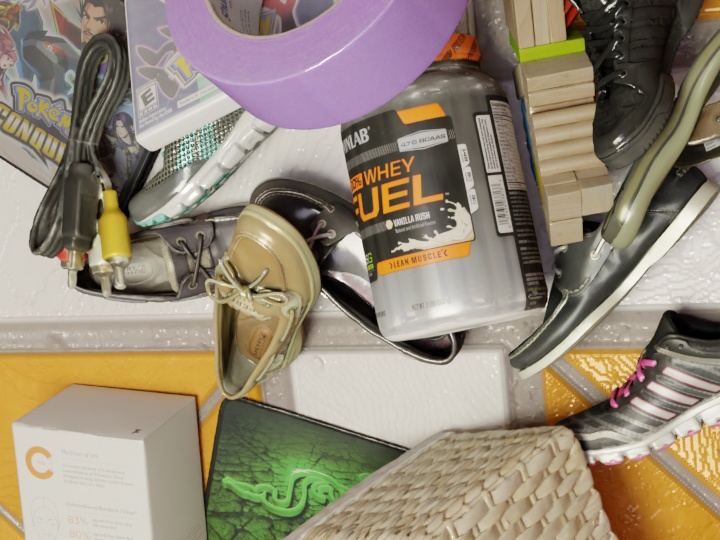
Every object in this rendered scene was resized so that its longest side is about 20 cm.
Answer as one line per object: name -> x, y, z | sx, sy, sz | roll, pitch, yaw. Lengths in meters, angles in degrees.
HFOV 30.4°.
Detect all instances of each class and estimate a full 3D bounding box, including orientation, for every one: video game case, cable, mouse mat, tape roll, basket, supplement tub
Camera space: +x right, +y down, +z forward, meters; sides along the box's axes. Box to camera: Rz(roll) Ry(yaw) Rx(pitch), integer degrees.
video game case -> -0.241, -0.159, 1.066 | 0.200, 0.026, 0.181 | 32, 113, 6
cable -> -0.211, -0.081, 1.038 | 0.097, 0.050, 0.201 | 0, 81, 40
mouse mat -> -0.038, 0.201, 1.120 | 0.200, 0.008, 0.161 | 15, 110, 12
video game case -> -0.084, -0.201, 0.946 | 0.200, 0.023, 0.183 | -24, 58, 23
tape roll -> -0.027, -0.194, 0.854 | 0.200, 0.066, 0.201 | -13, 63, 27
basket -> 0.081, 0.238, 0.965 | 0.161, 0.200, 0.199 | -16, 100, 50
supplement tub -> 0.055, -0.057, 0.935 | 0.122, 0.122, 0.200 | -14, 84, 21

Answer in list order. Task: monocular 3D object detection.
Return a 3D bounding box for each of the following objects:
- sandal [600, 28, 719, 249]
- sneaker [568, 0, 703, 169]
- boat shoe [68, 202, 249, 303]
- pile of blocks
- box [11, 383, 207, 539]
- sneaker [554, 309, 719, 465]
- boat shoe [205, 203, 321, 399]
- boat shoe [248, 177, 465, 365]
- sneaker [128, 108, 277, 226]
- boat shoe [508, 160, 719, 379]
sandal -> 0.230, -0.094, 0.881 | 0.057, 0.080, 0.201 | 32, 87, 13
sneaker -> 0.165, -0.171, 0.870 | 0.104, 0.200, 0.060 | 34, 154, -21
boat shoe -> -0.139, -0.007, 1.057 | 0.200, 0.065, 0.072 | -8, 100, 18
pile of blocks -> 0.145, -0.121, 0.929 | 0.062, 0.082, 0.200 | -10, 95, 1
box -> -0.208, 0.210, 1.125 | 0.124, 0.097, 0.200 | 4, 107, 19
sneaker -> 0.222, 0.075, 0.965 | 0.200, 0.074, 0.088 | -25, 94, 21
boat shoe -> -0.077, 0.030, 0.999 | 0.073, 0.063, 0.200 | 30, 147, 18
boat shoe -> 0.000, 0.000, 1.001 | 0.200, 0.057, 0.067 | 38, 101, -8
sneaker -> -0.117, -0.119, 1.013 | 0.091, 0.078, 0.200 | 46, 105, -2
boat shoe -> 0.170, -0.005, 0.959 | 0.068, 0.072, 0.200 | 41, 109, 8
